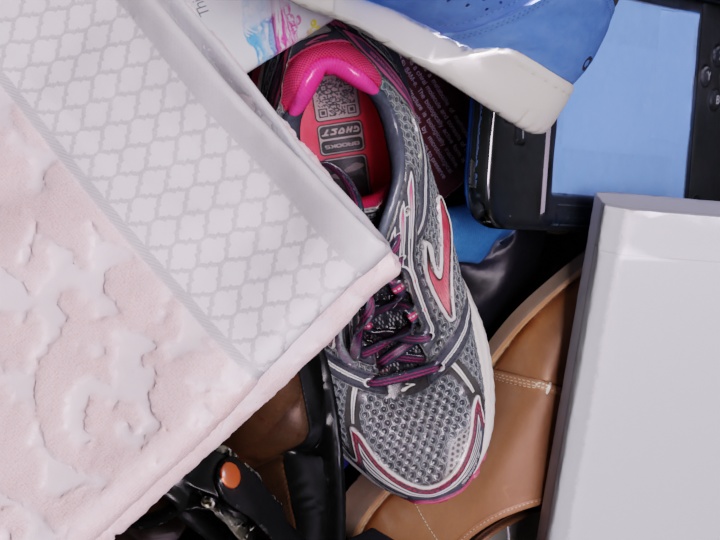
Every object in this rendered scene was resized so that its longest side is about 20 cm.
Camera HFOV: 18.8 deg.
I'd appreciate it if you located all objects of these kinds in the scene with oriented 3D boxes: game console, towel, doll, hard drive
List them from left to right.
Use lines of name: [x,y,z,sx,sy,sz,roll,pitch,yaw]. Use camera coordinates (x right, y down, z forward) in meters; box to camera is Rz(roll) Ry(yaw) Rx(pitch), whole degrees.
towel: [-0.115,-0.012,0.679,0.191,0.032,0.200,-42,72,4]
doll: [0.029,0.019,0.935,0.200,0.048,0.137,-42,148,-10]
hard drive: [0.146,0.071,0.906,0.131,0.026,0.201,4,108,-11]
game console: [0.146,-0.097,0.892,0.200,0.118,0.171,1,94,-52]

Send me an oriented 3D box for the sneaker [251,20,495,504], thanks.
sneaker: [0.000,0.000,0.837,0.080,0.075,0.201,-17,104,1]

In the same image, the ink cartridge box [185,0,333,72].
ink cartridge box: [-0.071,-0.158,0.812,0.200,0.145,0.146,-33,113,-14]

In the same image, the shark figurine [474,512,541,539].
shark figurine: [0.089,0.176,0.993,0.128,0.089,0.215,-34,111,-12]

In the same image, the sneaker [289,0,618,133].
sneaker: [0.018,-0.133,0.731,0.200,0.077,0.111,26,100,-34]

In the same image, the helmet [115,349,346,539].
helmet: [-0.118,0.072,0.782,0.190,0.200,0.201,-12,111,19]

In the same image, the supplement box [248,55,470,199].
supplement box: [-0.021,-0.060,0.903,0.200,0.061,0.109,-39,116,-11]

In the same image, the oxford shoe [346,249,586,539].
oxford shoe: [0.078,0.062,0.938,0.200,0.071,0.071,-50,158,11]

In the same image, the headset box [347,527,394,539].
headset box: [-0.023,0.205,0.827,0.200,0.174,0.093,-23,118,-26]
